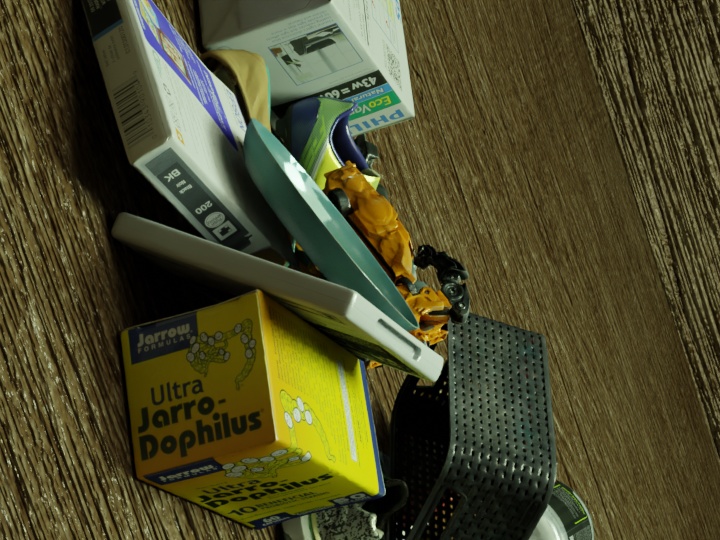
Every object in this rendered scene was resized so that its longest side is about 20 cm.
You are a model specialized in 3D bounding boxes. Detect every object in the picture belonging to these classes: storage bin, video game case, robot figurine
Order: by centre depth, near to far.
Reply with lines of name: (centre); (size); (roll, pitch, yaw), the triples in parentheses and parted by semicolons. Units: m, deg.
video game case: (-0.057, 0.020, 1.465); (0.024, 0.199, 0.182); (-67, 153, -9)
storage bin: (0.089, 0.142, 1.661); (0.201, 0.093, 0.136); (-90, -160, -53)
robot figurine: (0.000, 0.000, 1.664); (0.200, 0.144, 0.058); (54, -28, 33)

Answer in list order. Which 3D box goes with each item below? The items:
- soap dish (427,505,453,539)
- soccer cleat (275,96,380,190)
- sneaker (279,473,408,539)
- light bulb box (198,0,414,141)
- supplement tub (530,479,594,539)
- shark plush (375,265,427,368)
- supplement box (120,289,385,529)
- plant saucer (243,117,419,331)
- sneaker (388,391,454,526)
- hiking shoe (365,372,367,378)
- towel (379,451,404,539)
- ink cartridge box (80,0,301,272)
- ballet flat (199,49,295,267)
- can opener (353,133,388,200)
soap dish: (0.069, 0.303, 1.690); (0.200, 0.081, 0.159); (-34, 112, -59)
soccer cleat: (-0.021, -0.053, 1.781); (0.065, 0.083, 0.202); (-54, 136, -72)
sneaker: (0.003, 0.189, 1.644); (0.200, 0.088, 0.077); (-59, 130, -68)
light bulb box: (-0.051, -0.244, 1.812); (0.200, 0.124, 0.200); (50, 29, -55)
supplement tub: (0.162, 0.268, 2.017); (0.200, 0.122, 0.123); (1, 73, -72)
shark plush: (0.016, -0.008, 1.915); (0.083, 0.091, 0.201); (28, 45, -22)
supplement box: (-0.073, 0.104, 1.448); (0.200, 0.108, 0.110); (38, 39, -62)
plant saucer: (-0.028, -0.028, 1.524); (0.201, 0.027, 0.200); (52, 5, -6)
sneaker: (0.054, 0.165, 1.811); (0.082, 0.078, 0.200); (50, 17, -5)
hiking shoe: (-0.020, 0.092, 1.688); (0.087, 0.074, 0.201); (63, 22, -46)
towel: (0.047, 0.266, 1.826); (0.147, 0.024, 0.201); (40, 37, -63)
ink cartridge box: (-0.128, -0.107, 1.509); (0.200, 0.043, 0.199); (48, 16, -50)
ballet flat: (-0.100, -0.090, 1.652); (0.063, 0.069, 0.201); (12, 56, -39)
can opener: (-0.007, -0.060, 1.898); (0.066, 0.053, 0.201); (16, 37, -25)
